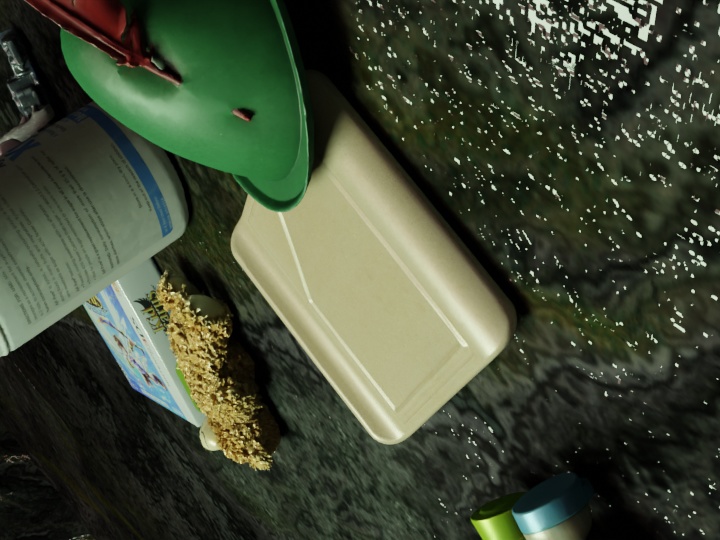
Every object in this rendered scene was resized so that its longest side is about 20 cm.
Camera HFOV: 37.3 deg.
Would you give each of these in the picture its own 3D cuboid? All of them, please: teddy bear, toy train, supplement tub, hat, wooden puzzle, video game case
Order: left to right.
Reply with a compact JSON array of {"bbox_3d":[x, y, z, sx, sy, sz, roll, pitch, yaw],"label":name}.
[{"bbox_3d":[-0.247,-0.034,0.839,0.132,0.199,0.133,40,152,27],"label":"supplement tub"},{"bbox_3d":[-0.141,-0.100,0.555,0.165,0.174,0.203,-13,98,65],"label":"hat"},{"bbox_3d":[-0.234,0.059,1.122,0.199,0.045,0.183,12,131,57],"label":"video game case"},{"bbox_3d":[-0.136,0.094,0.961,0.145,0.066,0.202,38,150,38],"label":"teddy bear"},{"bbox_3d":[0.000,0.000,0.639,0.186,0.037,0.200,51,151,10],"label":"wooden puzzle"},{"bbox_3d":[0.101,0.188,0.642,0.117,0.084,0.200,64,156,3],"label":"toy train"}]

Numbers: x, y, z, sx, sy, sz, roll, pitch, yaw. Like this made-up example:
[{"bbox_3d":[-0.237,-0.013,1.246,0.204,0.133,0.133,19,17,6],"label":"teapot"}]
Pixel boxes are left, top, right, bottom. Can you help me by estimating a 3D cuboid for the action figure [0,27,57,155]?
[{"bbox_3d":[-0.318,-0.106,0.973,0.194,0.103,0.203,-119,9,-67],"label":"action figure"}]
